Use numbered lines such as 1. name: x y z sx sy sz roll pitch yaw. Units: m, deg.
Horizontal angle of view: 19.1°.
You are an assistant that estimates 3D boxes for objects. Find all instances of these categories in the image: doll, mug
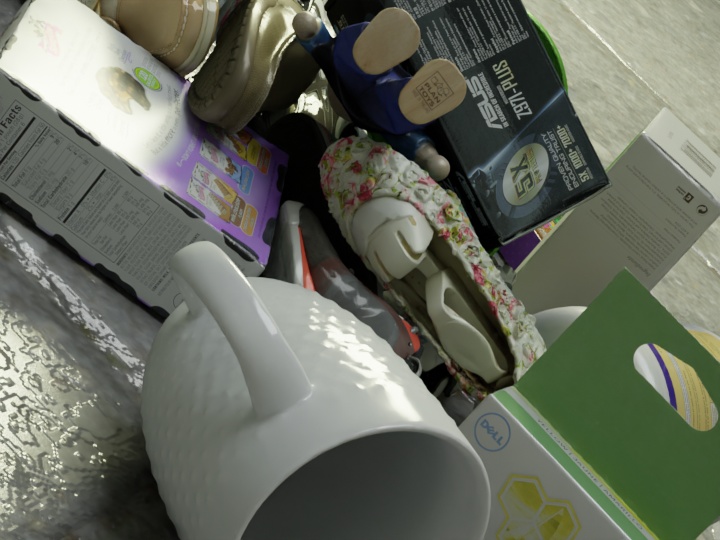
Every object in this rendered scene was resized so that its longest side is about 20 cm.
1. doll: 0.011 -0.111 1.318 0.137 0.048 0.200 48 -8 -9
2. mug: -0.044 0.070 1.084 0.176 0.147 0.201 51 -13 47

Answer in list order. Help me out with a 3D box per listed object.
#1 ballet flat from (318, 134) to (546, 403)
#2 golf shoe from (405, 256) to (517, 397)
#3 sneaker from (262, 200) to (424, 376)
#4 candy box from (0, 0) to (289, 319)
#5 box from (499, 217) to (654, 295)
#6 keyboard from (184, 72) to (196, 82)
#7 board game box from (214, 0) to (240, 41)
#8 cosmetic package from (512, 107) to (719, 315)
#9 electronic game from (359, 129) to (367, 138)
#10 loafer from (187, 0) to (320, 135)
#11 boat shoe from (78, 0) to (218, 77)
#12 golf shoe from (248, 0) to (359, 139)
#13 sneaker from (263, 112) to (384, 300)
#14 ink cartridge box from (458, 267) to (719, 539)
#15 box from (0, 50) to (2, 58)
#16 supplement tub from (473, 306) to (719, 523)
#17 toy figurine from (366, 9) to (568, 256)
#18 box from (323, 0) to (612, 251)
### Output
1. ballet flat: 0.045 0.003 1.310 0.200 0.076 0.064 48 24 -6
2. golf shoe: 0.061 0.045 1.447 0.078 0.098 0.200 29 -9 18
3. sneaker: -0.006 0.044 1.300 0.081 0.077 0.201 -2 53 -22
4. candy box: -0.148 -0.072 1.317 0.199 0.072 0.168 36 22 -12
5. box: 0.184 0.012 1.738 0.136 0.039 0.201 18 31 -44
6. keyboard: -0.073 -0.103 1.563 0.199 0.021 0.127 34 23 -18
7. board game box: -0.169 -0.248 1.515 0.199 0.064 0.148 38 -11 -3
8. cosmetic package: 0.178 -0.011 1.560 0.085 0.200 0.108 43 21 2
9. electronic game: 0.040 -0.115 1.711 0.199 0.042 0.201 22 36 -17
10. loafer: -0.060 -0.138 1.389 0.067 0.076 0.200 35 25 -10
11. boat shoe: -0.165 -0.173 1.424 0.069 0.074 0.199 12 3 -35
12. golf shoe: -0.044 -0.124 1.545 0.094 0.078 0.201 40 36 -23
13. sneaker: 0.000 0.000 1.419 0.120 0.083 0.201 28 40 -47
14. ink cartridge box: 0.129 0.120 1.239 0.146 0.200 0.048 46 21 13
15. box: -0.297 -0.164 1.203 0.147 0.104 0.201 27 27 -31
16. supplement tub: 0.183 0.103 1.430 0.199 0.146 0.146 9 38 -52
17. toy figurine: 0.088 -0.109 1.597 0.149 0.202 0.184 6 9 11
18. box: 0.066 -0.117 1.413 0.201 0.086 0.164 64 -10 -2
